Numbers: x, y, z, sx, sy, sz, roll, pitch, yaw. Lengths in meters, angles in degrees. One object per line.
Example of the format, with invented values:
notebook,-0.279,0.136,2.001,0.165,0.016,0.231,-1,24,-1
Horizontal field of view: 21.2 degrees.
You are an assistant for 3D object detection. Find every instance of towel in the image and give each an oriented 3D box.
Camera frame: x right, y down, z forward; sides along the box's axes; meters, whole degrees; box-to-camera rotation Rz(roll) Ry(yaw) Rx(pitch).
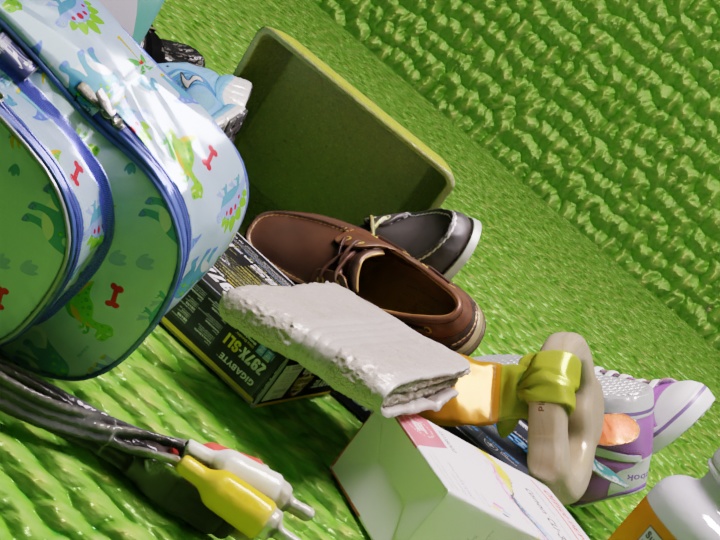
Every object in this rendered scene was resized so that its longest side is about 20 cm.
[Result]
towel,-0.006,0.050,1.278,0.132,0.035,0.200,29,9,18

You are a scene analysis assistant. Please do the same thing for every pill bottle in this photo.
pill bottle,0.201,0.199,1.195,0.111,0.200,0.111,37,11,-9

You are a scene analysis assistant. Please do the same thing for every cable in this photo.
cable,-0.116,0.086,1.026,0.200,0.050,0.097,36,8,-17

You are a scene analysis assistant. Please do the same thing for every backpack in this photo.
backpack,-0.178,-0.041,1.026,0.200,0.183,0.147,41,34,-4

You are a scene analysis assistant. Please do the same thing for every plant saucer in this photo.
plant saucer,-0.033,-0.083,1.585,0.200,0.200,0.048,40,42,4

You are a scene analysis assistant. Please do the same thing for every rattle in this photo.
rattle,0.121,0.117,1.440,0.200,0.143,0.130,14,61,-73

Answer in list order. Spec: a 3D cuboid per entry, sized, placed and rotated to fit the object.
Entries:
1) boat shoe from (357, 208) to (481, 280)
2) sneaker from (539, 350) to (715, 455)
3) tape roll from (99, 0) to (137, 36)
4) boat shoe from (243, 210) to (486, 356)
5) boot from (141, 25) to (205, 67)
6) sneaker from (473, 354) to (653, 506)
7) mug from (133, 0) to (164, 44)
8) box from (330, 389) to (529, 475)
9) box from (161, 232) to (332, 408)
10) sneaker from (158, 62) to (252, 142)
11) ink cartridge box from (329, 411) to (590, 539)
boat shoe,0.011,-0.008,1.512,0.061,0.201,0.072,38,52,-24
sneaker,0.203,0.107,1.639,0.073,0.200,0.114,-42,100,-39
tape roll,-0.248,-0.181,1.270,0.200,0.200,0.066,43,15,19
boat shoe,0.000,0.001,1.428,0.200,0.072,0.068,25,-15,19
boot,-0.197,-0.184,1.686,0.158,0.079,0.211,30,1,-36
sneaker,0.151,0.139,1.604,0.200,0.114,0.073,13,23,41
mug,-0.225,-0.198,1.398,0.152,0.114,0.185,34,14,5
box,0.068,0.118,1.490,0.200,0.046,0.159,40,13,8
box,-0.105,0.010,1.364,0.200,0.049,0.160,42,14,13
sneaker,-0.139,-0.113,1.461,0.090,0.078,0.200,24,14,-8
ink cartridge box,0.088,0.174,1.275,0.200,0.068,0.116,31,13,-33
